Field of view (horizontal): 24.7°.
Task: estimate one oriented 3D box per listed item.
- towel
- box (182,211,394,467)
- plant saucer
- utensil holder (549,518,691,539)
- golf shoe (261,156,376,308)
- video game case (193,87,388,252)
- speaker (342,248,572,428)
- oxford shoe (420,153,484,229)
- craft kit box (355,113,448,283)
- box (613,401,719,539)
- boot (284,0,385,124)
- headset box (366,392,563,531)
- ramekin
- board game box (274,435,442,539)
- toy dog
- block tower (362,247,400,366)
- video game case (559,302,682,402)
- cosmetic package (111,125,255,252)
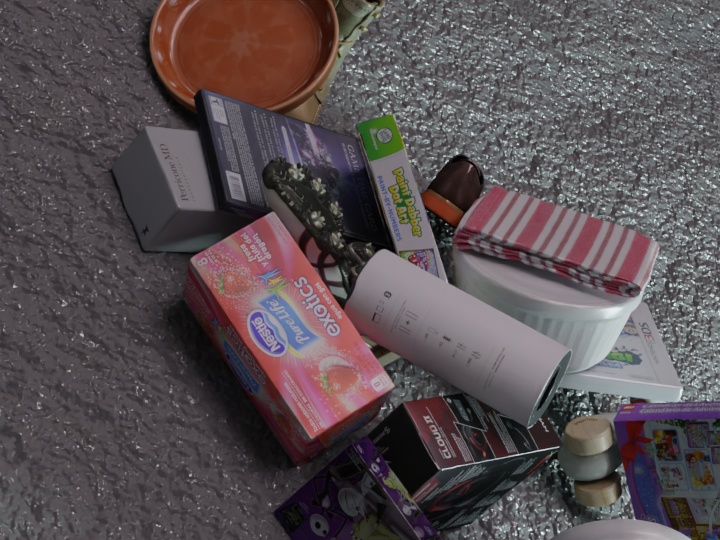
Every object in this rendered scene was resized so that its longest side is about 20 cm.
[{"bbox_3d":[0.206,-0.029,1.701,0.200,0.030,0.146,19,25,11],"label":"towel"},{"bbox_3d":[-0.069,0.064,1.501,0.095,0.103,0.200,-31,77,-20],"label":"box"},{"bbox_3d":[-0.122,-0.242,1.738,0.200,0.032,0.201,-1,64,2],"label":"plant saucer"},{"bbox_3d":[0.241,0.356,1.494,0.170,0.170,0.200,28,41,-23],"label":"utensil holder"},{"bbox_3d":[-0.046,-0.019,1.555,0.200,0.088,0.077,51,25,-33],"label":"golf shoe"},{"bbox_3d":[-0.068,-0.097,1.630,0.200,0.019,0.143,15,46,-38],"label":"video game case"},{"bbox_3d":[0.087,0.060,1.478,0.200,0.081,0.081,28,33,16],"label":"speaker"},{"bbox_3d":[0.110,-0.086,1.814,0.071,0.073,0.200,34,4,0],"label":"oxford shoe"},{"bbox_3d":[0.051,-0.029,1.657,0.200,0.048,0.198,70,6,-72],"label":"craft kit box"},{"bbox_3d":[0.344,0.228,1.672,0.039,0.137,0.200,-46,126,-54],"label":"box"},{"bbox_3d":[-0.040,-0.240,1.798,0.072,0.155,0.200,29,39,-21],"label":"boot"},{"bbox_3d":[0.064,0.180,1.503,0.200,0.149,0.075,-4,57,-46],"label":"headset box"},{"bbox_3d":[0.188,0.027,1.717,0.202,0.094,0.202,10,27,-5],"label":"ramekin"},{"bbox_3d":[0.022,0.255,1.413,0.032,0.120,0.200,-23,72,-50],"label":"board game box"},{"bbox_3d":[0.252,0.168,1.752,0.200,0.096,0.132,-13,108,-57],"label":"toy dog"},{"bbox_3d":[0.000,0.000,1.681,0.058,0.054,0.200,36,32,-50],"label":"block tower"},{"bbox_3d":[0.231,0.073,1.776,0.200,0.024,0.182,8,28,-8],"label":"video game case"},{"bbox_3d":[-0.133,-0.076,1.620,0.200,0.071,0.102,1,55,-44],"label":"cosmetic package"}]
